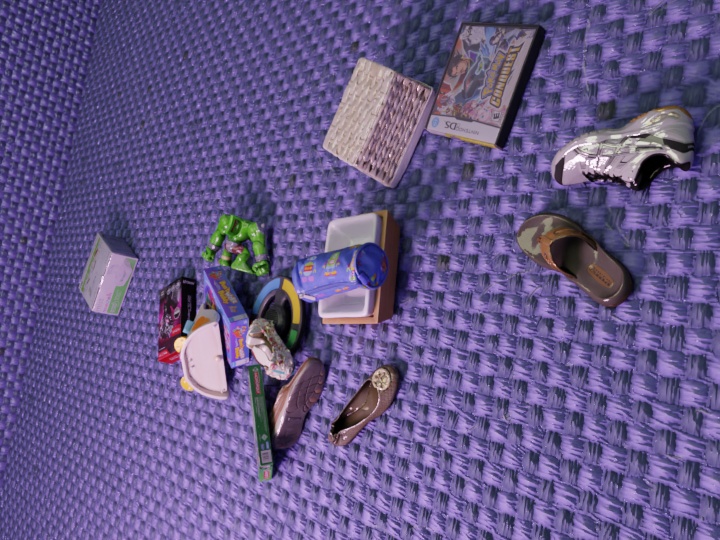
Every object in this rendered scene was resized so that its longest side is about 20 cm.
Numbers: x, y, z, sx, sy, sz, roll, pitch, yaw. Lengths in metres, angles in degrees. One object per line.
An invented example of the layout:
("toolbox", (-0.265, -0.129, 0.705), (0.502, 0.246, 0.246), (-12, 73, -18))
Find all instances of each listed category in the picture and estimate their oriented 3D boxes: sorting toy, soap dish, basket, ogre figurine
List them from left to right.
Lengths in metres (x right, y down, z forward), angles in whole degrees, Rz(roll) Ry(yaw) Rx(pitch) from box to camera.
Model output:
("sorting toy", (-0.369, 0.171, 1.564), (0.181, 0.104, 0.205), (-111, 17, -64))
("ogre figurine", (-0.285, -0.064, 1.569), (0.198, 0.096, 0.123), (16, 93, 51))
("soap dish", (0.000, 0.000, 1.243), (0.155, 0.080, 0.206), (-6, 75, 47))
("basket", (0.032, -0.282, 1.257), (0.135, 0.122, 0.204), (37, 105, 45))

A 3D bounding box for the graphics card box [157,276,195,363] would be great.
("graphics card box", (-0.489, 0.132, 1.776), (0.124, 0.050, 0.205), (-25, 61, 42))

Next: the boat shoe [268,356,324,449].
("boat shoe", (-0.136, 0.255, 1.329), (0.072, 0.075, 0.203), (41, 108, 48))

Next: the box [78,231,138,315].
("box", (-0.813, 0.009, 2.140), (0.175, 0.095, 0.204), (33, 104, 47))

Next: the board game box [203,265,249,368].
("board game box", (-0.312, 0.105, 1.546), (0.201, 0.044, 0.137), (52, 145, 43))

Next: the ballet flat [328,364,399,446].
("ballet flat", (0.000, 0.245, 1.197), (0.201, 0.046, 0.068), (-51, 47, 26))

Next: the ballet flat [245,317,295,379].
("ballet flat", (-0.198, 0.153, 1.370), (0.199, 0.063, 0.077), (36, 111, 51))

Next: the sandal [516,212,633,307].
("sandal", (0.292, -0.021, 0.940), (0.083, 0.054, 0.201), (-57, 44, 19))

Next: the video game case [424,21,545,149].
("video game case", (0.207, -0.323, 1.145), (0.179, 0.025, 0.205), (27, 99, 49))

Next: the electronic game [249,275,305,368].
("electronic game", (-0.183, 0.112, 1.445), (0.197, 0.041, 0.206), (-17, 67, 44))

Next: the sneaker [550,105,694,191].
("sneaker", (0.347, -0.145, 0.899), (0.198, 0.074, 0.090), (-20, 64, 44))

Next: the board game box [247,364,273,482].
("board game box", (-0.207, 0.314, 1.371), (0.136, 0.028, 0.205), (105, 156, -60))

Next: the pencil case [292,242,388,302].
("pencil case", (-0.042, 0.007, 1.166), (0.197, 0.078, 0.088), (-13, 40, 46))
